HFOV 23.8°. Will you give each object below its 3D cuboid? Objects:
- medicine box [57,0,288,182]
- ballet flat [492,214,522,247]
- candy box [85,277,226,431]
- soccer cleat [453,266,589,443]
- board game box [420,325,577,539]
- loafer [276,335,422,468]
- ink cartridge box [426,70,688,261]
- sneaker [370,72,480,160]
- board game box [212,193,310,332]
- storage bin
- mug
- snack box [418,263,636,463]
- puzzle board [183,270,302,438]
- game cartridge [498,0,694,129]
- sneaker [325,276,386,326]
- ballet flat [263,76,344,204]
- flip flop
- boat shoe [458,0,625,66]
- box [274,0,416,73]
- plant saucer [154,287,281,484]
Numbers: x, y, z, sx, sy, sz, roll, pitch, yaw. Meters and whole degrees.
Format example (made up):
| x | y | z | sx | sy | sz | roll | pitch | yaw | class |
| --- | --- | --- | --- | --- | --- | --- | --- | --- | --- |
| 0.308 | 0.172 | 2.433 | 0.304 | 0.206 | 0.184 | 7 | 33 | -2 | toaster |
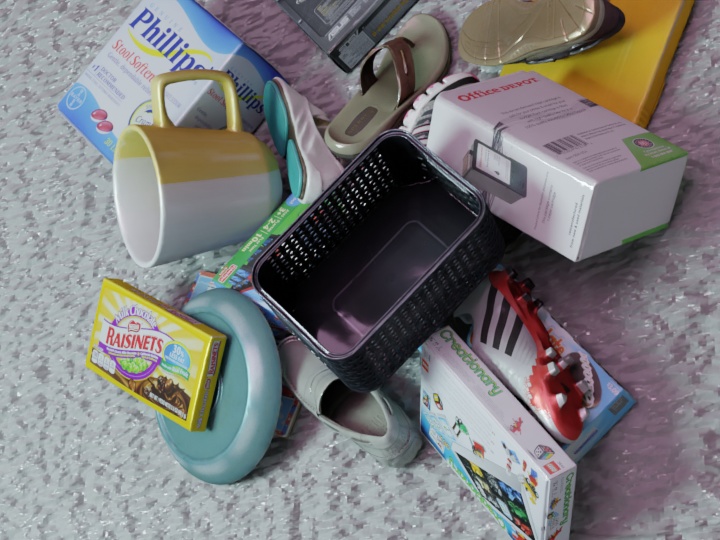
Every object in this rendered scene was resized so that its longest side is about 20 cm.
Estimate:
| x | y | z | sx | sy | sz | roll | pitch | yaw | class |
| --- | --- | --- | --- | --- | --- | --- | --- | --- | --- |
| -0.215 | -0.199 | 1.942 | 0.200 | 0.103 | 0.182 | -51 | 51 | 3 | medicine box |
| 0.106 | -0.025 | 1.682 | 0.066 | 0.057 | 0.200 | 41 | 86 | 7 | ballet flat |
| -0.216 | 0.085 | 1.774 | 0.199 | 0.026 | 0.103 | 24 | 102 | 45 | candy box |
| 0.143 | 0.086 | 1.546 | 0.085 | 0.068 | 0.201 | -39 | 48 | 21 | soccer cleat |
| 0.119 | 0.159 | 1.535 | 0.034 | 0.127 | 0.200 | -23 | 48 | -22 | board game box |
| -0.020 | 0.119 | 1.673 | 0.199 | 0.070 | 0.070 | 34 | 83 | 37 | loafer |
| 0.179 | -0.102 | 1.591 | 0.199 | 0.145 | 0.085 | 33 | 126 | 35 | ink cartridge box |
| 0.073 | -0.111 | 1.725 | 0.087 | 0.074 | 0.200 | 31 | 72 | 29 | sneaker |
| -0.033 | 0.000 | 1.742 | 0.199 | 0.037 | 0.151 | 25 | 64 | 38 | board game box |
| 0.018 | -0.008 | 1.538 | 0.200 | 0.094 | 0.135 | -46 | 63 | -5 | storage bin |
| -0.164 | -0.099 | 1.801 | 0.150 | 0.152 | 0.188 | 60 | 146 | 39 | mug |
| 0.152 | 0.096 | 1.598 | 0.116 | 0.037 | 0.200 | -46 | 51 | 5 | snack box |
| -0.128 | 0.084 | 1.801 | 0.199 | 0.017 | 0.152 | 12 | 74 | 36 | puzzle board |
| 0.232 | -0.222 | 1.710 | 0.175 | 0.032 | 0.201 | 15 | 79 | 37 | game cartridge |
| 0.000 | 0.000 | 1.648 | 0.084 | 0.075 | 0.200 | -40 | 49 | -8 | sneaker |
| -0.056 | -0.138 | 1.830 | 0.069 | 0.069 | 0.201 | -36 | 39 | 13 | ballet flat |
| 0.027 | -0.202 | 1.794 | 0.081 | 0.058 | 0.200 | 20 | 59 | 36 | flip flop |
| 0.178 | -0.236 | 1.693 | 0.199 | 0.064 | 0.073 | -7 | 73 | 52 | boat shoe |
| 0.003 | -0.341 | 1.905 | 0.200 | 0.048 | 0.158 | -46 | 50 | 5 | box |
| -0.155 | 0.118 | 1.746 | 0.199 | 0.027 | 0.202 | -4 | 85 | 47 | plant saucer |
